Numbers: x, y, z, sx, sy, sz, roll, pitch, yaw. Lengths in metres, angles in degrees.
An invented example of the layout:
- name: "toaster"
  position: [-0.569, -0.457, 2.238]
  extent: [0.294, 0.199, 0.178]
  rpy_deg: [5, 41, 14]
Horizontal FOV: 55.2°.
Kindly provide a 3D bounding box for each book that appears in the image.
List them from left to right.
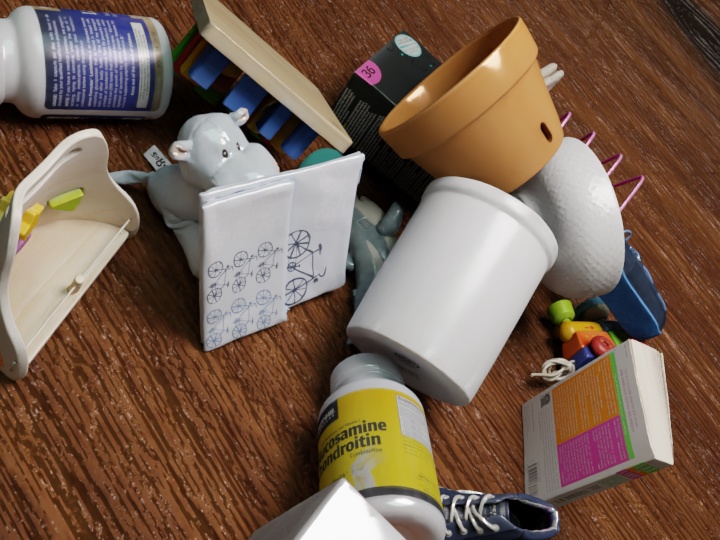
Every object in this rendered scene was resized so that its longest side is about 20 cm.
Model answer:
- name: "book"
  position: [0.256, 0.182, 0.779]
  extent: [0.048, 0.200, 0.134]
  rpy_deg: [21, 52, -18]

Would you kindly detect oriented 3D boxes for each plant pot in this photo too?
- name: "plant pot"
  position: [0.140, -0.172, 0.799]
  extent: [0.140, 0.200, 0.200]
  rpy_deg: [48, 47, -16]

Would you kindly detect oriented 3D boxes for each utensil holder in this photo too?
- name: "utensil holder"
  position: [0.100, 0.025, 0.772]
  extent: [0.170, 0.170, 0.200]
  rpy_deg: [35, 72, -6]

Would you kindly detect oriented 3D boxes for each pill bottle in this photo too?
- name: "pill bottle"
  position: [-0.318, -0.225, 0.755]
  extent: [0.199, 0.116, 0.116]
  rpy_deg: [-8, 65, -35]
- name: "pill bottle"
  position: [0.014, 0.179, 0.675]
  extent: [0.112, 0.112, 0.200]
  rpy_deg: [19, 32, -19]

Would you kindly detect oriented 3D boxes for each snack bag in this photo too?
- name: "snack bag"
  position: [-0.080, -0.020, 0.724]
  extent: [0.199, 0.189, 0.021]
  rpy_deg: [-21, 45, -35]

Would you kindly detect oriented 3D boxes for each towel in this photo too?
- name: "towel"
  position: [0.235, -0.257, 1.096]
  extent: [0.035, 0.133, 0.200]
  rpy_deg: [48, 48, 7]

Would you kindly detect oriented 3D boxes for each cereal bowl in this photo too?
- name: "cereal bowl"
  position: [0.238, -0.058, 0.852]
  extent: [0.083, 0.200, 0.201]
  rpy_deg: [-14, 65, -4]

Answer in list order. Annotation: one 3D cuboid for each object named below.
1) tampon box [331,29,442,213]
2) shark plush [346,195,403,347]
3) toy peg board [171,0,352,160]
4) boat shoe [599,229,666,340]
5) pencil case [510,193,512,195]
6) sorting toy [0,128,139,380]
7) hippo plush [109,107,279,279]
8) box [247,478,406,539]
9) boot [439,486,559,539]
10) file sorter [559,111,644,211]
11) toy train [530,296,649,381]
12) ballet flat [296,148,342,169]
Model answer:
- name: "tampon box"
  position: [0.074, -0.204, 0.969]
  extent: [0.200, 0.126, 0.150]
  rpy_deg: [40, 49, -3]
- name: "shark plush"
  position: [0.000, 0.000, 0.860]
  extent: [0.083, 0.091, 0.201]
  rpy_deg: [8, 76, -4]
- name: "toy peg board"
  position: [-0.132, -0.208, 0.802]
  extent: [0.200, 0.098, 0.199]
  rpy_deg: [35, 17, -32]
- name: "boat shoe"
  position: [0.345, -0.001, 0.938]
  extent: [0.069, 0.084, 0.201]
  rpy_deg: [-34, 98, -41]
- name: "pencil case"
  position: [0.191, -0.029, 0.958]
  extent: [0.089, 0.078, 0.200]
  rpy_deg: [43, 48, -1]
- name: "sorting toy"
  position: [-0.280, -0.037, 0.613]
  extent: [0.107, 0.180, 0.200]
  rpy_deg: [32, 49, -9]
- name: "hippo plush"
  position: [-0.148, -0.107, 0.750]
  extent: [0.200, 0.161, 0.159]
  rpy_deg: [46, 49, 3]
- name: "box"
  position: [-0.031, 0.278, 0.545]
  extent: [0.152, 0.200, 0.106]
  rpy_deg: [45, 49, 1]
- name: "boot"
  position: [0.105, 0.251, 0.716]
  extent: [0.199, 0.090, 0.073]
  rpy_deg: [14, 55, -23]
- name: "file sorter"
  position: [0.293, -0.147, 1.026]
  extent: [0.200, 0.139, 0.126]
  rpy_deg: [39, 83, -3]
- name: "toy train"
  position: [0.288, 0.090, 0.944]
  extent: [0.199, 0.085, 0.116]
  rpy_deg: [3, 49, -29]
- name: "ballet flat"
  position: [-0.061, -0.078, 0.851]
  extent: [0.067, 0.063, 0.200]
  rpy_deg: [13, 41, 2]
